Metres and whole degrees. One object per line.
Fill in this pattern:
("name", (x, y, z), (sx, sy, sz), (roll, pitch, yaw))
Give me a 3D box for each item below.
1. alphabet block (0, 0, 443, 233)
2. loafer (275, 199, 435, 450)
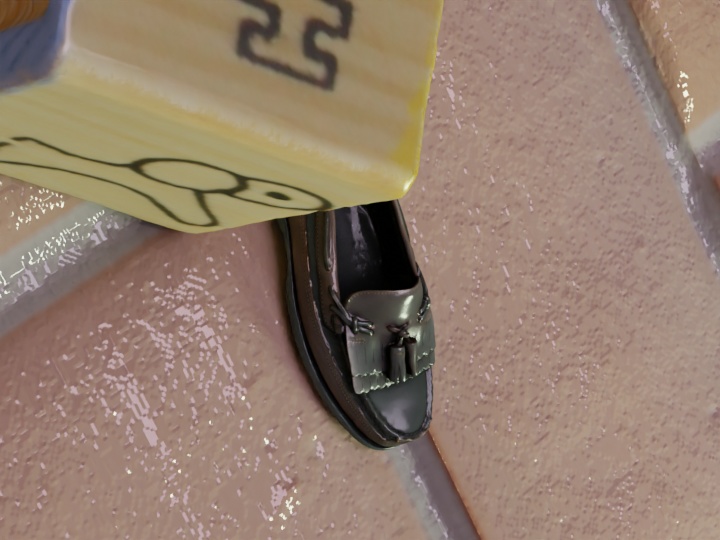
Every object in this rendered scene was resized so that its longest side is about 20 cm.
("alphabet block", (-0.094, -0.141, 1.147), (0.200, 0.195, 0.197), (18, 75, -36))
("loafer", (0.000, 0.000, 1.285), (0.072, 0.063, 0.200), (-23, 99, -38))
